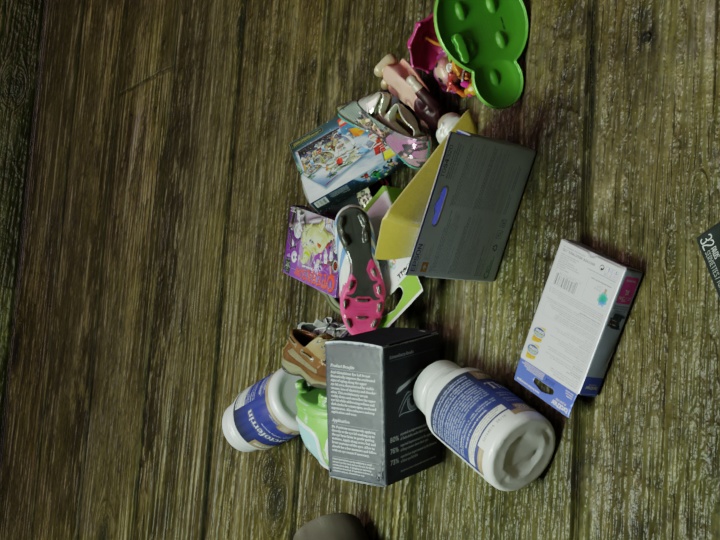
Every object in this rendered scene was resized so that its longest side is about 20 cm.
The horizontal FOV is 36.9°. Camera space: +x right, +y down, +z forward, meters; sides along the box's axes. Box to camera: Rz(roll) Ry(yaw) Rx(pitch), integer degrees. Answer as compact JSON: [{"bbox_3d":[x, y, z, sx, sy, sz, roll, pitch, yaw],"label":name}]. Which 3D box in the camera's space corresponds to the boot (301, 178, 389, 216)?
[{"bbox_3d":[-0.021,-0.139,1.814,0.154,0.073,0.204,-38,53,39],"label":"boot"}]

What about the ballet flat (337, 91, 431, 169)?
[{"bbox_3d":[0.043,-0.230,1.662,0.200,0.069,0.071,40,127,35],"label":"ballet flat"}]

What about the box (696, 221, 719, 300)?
[{"bbox_3d":[0.449,0.024,1.050,0.149,0.124,0.201,-43,48,42],"label":"box"}]

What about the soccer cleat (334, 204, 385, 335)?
[{"bbox_3d":[0.000,0.000,1.633,0.086,0.070,0.201,-88,-6,-88],"label":"soccer cleat"}]

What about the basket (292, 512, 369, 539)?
[{"bbox_3d":[-0.026,0.482,1.631,0.181,0.136,0.200,-54,39,31],"label":"basket"}]

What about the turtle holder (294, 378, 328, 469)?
[{"bbox_3d":[-0.045,0.236,1.700,0.185,0.141,0.132,9,105,42],"label":"turtle holder"}]

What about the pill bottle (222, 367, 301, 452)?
[{"bbox_3d":[-0.154,0.245,1.875,0.200,0.115,0.116,-34,56,48],"label":"pill bottle"}]

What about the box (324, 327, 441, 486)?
[{"bbox_3d":[0.034,0.189,1.541,0.104,0.148,0.201,2,95,36],"label":"box"}]

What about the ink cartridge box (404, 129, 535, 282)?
[{"bbox_3d":[0.139,-0.085,1.452,0.043,0.200,0.197,27,105,41],"label":"ink cartridge box"}]

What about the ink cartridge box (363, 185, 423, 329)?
[{"bbox_3d":[0.052,-0.006,1.670,0.148,0.076,0.200,-48,48,38],"label":"ink cartridge box"}]

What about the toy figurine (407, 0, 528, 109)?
[{"bbox_3d":[0.145,-0.320,1.594,0.184,0.150,0.201,-7,101,68],"label":"toy figurine"}]

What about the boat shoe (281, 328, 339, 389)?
[{"bbox_3d":[-0.058,0.135,1.670,0.200,0.075,0.074,13,104,49],"label":"boat shoe"}]

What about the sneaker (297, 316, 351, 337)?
[{"bbox_3d":[-0.047,0.114,1.749,0.075,0.082,0.200,-47,17,-28],"label":"sneaker"}]

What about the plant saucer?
[{"bbox_3d":[0.102,-0.105,1.522,0.200,0.048,0.200,-53,-7,-14],"label":"plant saucer"}]

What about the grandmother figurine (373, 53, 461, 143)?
[{"bbox_3d":[0.099,-0.256,1.646,0.061,0.121,0.200,-45,57,4],"label":"grandmother figurine"}]

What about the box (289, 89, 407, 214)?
[{"bbox_3d":[-0.007,-0.196,1.742,0.200,0.038,0.137,-28,53,11],"label":"box"}]

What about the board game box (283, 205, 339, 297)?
[{"bbox_3d":[-0.069,-0.034,1.769,0.200,0.032,0.121,22,111,59],"label":"board game box"}]

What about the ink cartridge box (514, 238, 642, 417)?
[{"bbox_3d":[0.272,0.073,1.367,0.119,0.042,0.201,34,108,53],"label":"ink cartridge box"}]

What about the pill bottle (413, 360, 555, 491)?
[{"bbox_3d":[0.157,0.198,1.441,0.200,0.111,0.111,36,112,52],"label":"pill bottle"}]

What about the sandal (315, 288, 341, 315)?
[{"bbox_3d":[-0.016,0.042,1.760,0.057,0.080,0.201,-58,39,9],"label":"sandal"}]
